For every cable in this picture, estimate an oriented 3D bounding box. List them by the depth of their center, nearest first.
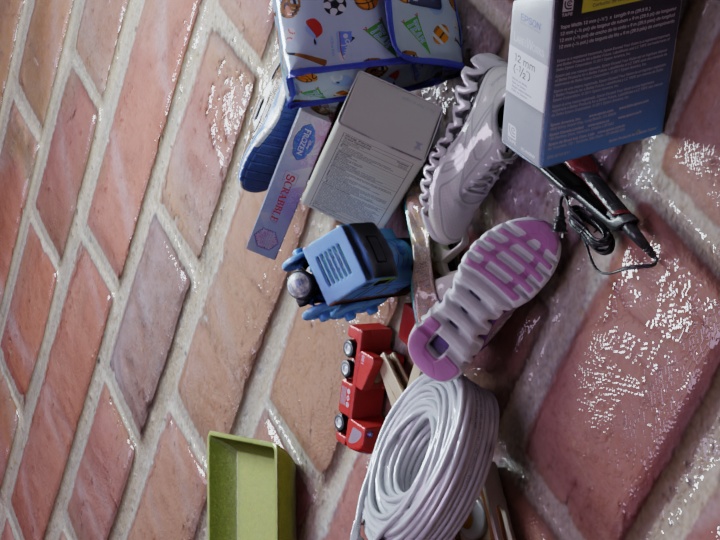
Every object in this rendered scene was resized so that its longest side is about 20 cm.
[{"bbox_3d":[0.072,0.201,1.538,0.200,0.069,0.202,-44,27,47],"label":"cable"}]

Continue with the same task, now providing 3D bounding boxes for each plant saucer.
[{"bbox_3d":[-0.139,0.319,1.954,0.199,0.047,0.203,0,90,58],"label":"plant saucer"}]

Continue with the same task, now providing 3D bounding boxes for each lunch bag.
[{"bbox_3d":[0.007,-0.280,1.591,0.124,0.197,0.172,106,157,-77],"label":"lunch bag"}]

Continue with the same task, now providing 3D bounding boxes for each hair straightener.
[{"bbox_3d":[0.216,-0.059,1.408,0.200,0.041,0.078,52,132,38],"label":"hair straightener"}]

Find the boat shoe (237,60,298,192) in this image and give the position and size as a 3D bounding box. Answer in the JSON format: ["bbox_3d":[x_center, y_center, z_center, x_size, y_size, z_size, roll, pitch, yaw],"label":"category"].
[{"bbox_3d":[-0.105,-0.192,1.889,0.201,0.072,0.073,-58,39,26],"label":"boat shoe"}]

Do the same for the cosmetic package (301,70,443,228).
[{"bbox_3d":[0.009,-0.122,1.604,0.200,0.103,0.074,123,170,-63],"label":"cosmetic package"}]

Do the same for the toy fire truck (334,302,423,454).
[{"bbox_3d":[0.034,0.123,1.679,0.141,0.048,0.203,25,112,54],"label":"toy fire truck"}]

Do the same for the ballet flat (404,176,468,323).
[{"bbox_3d":[0.089,-0.008,1.582,0.067,0.068,0.203,-17,76,37],"label":"ballet flat"}]

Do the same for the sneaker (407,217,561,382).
[{"bbox_3d":[0.131,0.023,1.501,0.080,0.088,0.201,44,111,11],"label":"sneaker"}]

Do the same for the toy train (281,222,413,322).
[{"bbox_3d":[0.000,0.000,1.610,0.114,0.199,0.088,-29,78,28],"label":"toy train"}]

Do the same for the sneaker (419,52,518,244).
[{"bbox_3d":[0.121,-0.118,1.512,0.081,0.075,0.202,27,105,39],"label":"sneaker"}]

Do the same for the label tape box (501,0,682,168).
[{"bbox_3d":[0.203,-0.204,1.280,0.066,0.142,0.202,40,138,48],"label":"label tape box"}]

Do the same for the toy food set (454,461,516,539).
[{"bbox_3d":[0.097,0.302,1.568,0.200,0.060,0.145,-40,57,50],"label":"toy food set"}]

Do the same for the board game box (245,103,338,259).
[{"bbox_3d":[-0.069,-0.148,1.753,0.201,0.041,0.201,-75,8,-55],"label":"board game box"}]
